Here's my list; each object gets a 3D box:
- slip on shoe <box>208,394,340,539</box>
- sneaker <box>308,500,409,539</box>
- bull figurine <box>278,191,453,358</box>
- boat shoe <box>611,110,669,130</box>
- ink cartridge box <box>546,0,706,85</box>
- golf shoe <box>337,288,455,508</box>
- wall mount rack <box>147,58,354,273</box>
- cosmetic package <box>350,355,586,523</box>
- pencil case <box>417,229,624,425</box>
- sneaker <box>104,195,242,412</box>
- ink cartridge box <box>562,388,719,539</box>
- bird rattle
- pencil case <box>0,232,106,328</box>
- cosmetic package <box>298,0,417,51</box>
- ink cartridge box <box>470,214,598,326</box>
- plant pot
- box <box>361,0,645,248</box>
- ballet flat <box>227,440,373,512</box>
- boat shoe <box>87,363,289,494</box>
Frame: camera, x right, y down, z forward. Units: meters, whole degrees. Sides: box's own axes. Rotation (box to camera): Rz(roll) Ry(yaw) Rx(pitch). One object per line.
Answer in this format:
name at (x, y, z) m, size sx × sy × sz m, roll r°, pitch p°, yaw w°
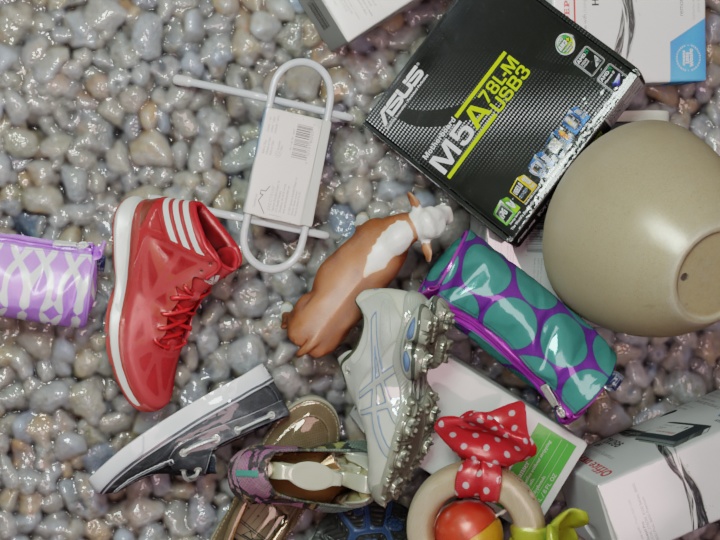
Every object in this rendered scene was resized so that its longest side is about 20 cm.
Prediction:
slip on shoe at (-0.082, 0.214, 1.550) m, size 0.076 × 0.061 × 0.201 m, roll 36°, pitch 87°, yaw -11°
sneaker at (-0.029, 0.289, 1.568) m, size 0.198 × 0.077 × 0.076 m, roll -25°, pitch 60°, yaw -22°
bull figurine at (0.000, 0.000, 1.520) m, size 0.200 × 0.121 × 0.065 m, roll -45°, pitch 101°, yaw -5°
boat shoe at (0.209, -0.123, 1.577) m, size 0.197 × 0.073 × 0.063 m, roll -4°, pitch 95°, yaw -12°
ink cartridge box at (0.233, -0.238, 1.575) m, size 0.197 × 0.068 × 0.118 m, roll -3°, pitch 94°, yaw -10°
golf shoe at (0.022, 0.111, 1.472) m, size 0.096 × 0.078 × 0.203 m, roll 17°, pitch 104°, yaw 25°
wall mount rack at (-0.102, -0.105, 1.522) m, size 0.172 × 0.075 × 0.203 m, roll 12°, pitch 92°, yaw -15°
cosmetic package at (0.103, 0.153, 1.562) m, size 0.199 × 0.085 × 0.108 m, roll 31°, pitch 91°, yaw -12°
pencil case at (0.147, 0.055, 1.501) m, size 0.199 × 0.085 × 0.093 m, roll 39°, pitch 49°, yaw -7°
sneaker at (-0.170, 0.031, 1.487) m, size 0.114 × 0.078 × 0.203 m, roll -1°, pitch 97°, yaw 30°
ink cartridge box at (0.307, 0.197, 1.581) m, size 0.198 × 0.145 × 0.085 m, roll -22°, pitch 96°, yaw -9°
bird rattle at (0.115, 0.226, 1.474) m, size 0.162 × 0.113 × 0.201 m, roll -34°, pitch 102°, yaw 15°
pencil case at (-0.332, -0.003, 1.473) m, size 0.197 × 0.084 × 0.086 m, roll 9°, pitch 127°, yaw -13°
cosmetic package at (0.041, -0.295, 1.515) m, size 0.199 × 0.108 × 0.085 m, roll -35°, pitch 97°, yaw -8°
ink cartridge box at (0.209, -0.006, 1.587) m, size 0.197 × 0.067 × 0.118 m, roll 1°, pitch 95°, yaw -11°
plant pot at (0.283, -0.020, 1.465) m, size 0.198 × 0.134 × 0.203 m, roll -10°, pitch 116°, yaw -22°
box at (0.133, -0.158, 1.516) m, size 0.193 × 0.047 × 0.201 m, roll 40°, pitch 96°, yaw 17°
ballet flat at (-0.032, 0.194, 1.510) m, size 0.198 × 0.071 × 0.070 m, roll 8°, pitch 85°, yaw -42°
boat shoe at (-0.160, 0.167, 1.526) m, size 0.199 × 0.072 × 0.068 m, roll -30°, pitch 86°, yaw -14°
